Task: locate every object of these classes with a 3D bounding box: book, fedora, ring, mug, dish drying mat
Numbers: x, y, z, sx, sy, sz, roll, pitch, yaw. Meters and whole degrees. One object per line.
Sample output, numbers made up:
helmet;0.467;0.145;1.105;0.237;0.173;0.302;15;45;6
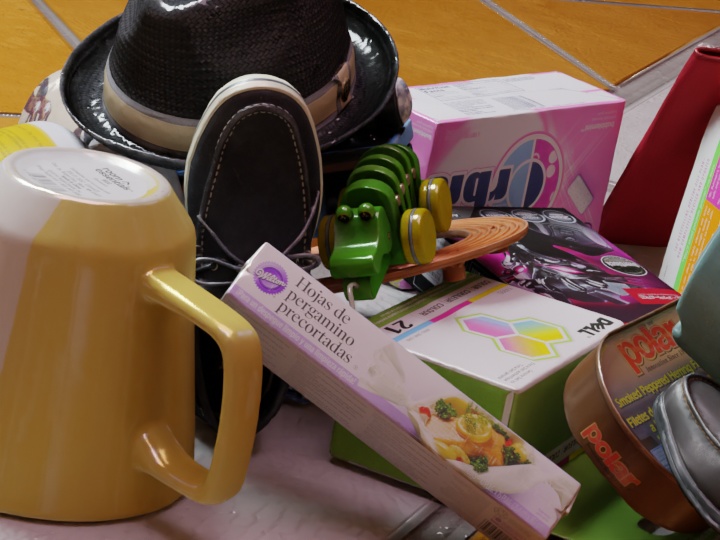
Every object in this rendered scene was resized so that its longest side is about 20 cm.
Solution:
book;0.255;-0.012;1.626;0.048;0.134;0.200;5;20;-17
fedora;-0.071;-0.137;1.411;0.200;0.092;0.201;1;34;-1
ring;0.000;0.000;1.496;0.200;0.019;0.200;-11;8;2
mug;-0.128;0.028;1.287;0.186;0.154;0.149;13;18;6
dish drying mat;0.221;-0.081;1.745;0.077;0.200;0.018;6;53;-15

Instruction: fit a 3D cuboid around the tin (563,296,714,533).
tin;0.177;0.074;1.374;0.112;0.042;0.200;55;32;10

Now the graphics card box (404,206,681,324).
graphics card box;0.122;0.020;1.580;0.125;0.051;0.200;0;24;-31

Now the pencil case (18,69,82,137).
pencil case;-0.145;-0.071;1.676;0.089;0.078;0.200;-25;32;-21

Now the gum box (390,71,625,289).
gum box;0.078;-0.061;1.706;0.200;0.114;0.066;-9;27;-45

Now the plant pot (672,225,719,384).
plant pot;0.278;0.036;1.321;0.196;0.201;0.200;39;29;21

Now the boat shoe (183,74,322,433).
boat shoe;-0.056;-0.003;1.341;0.074;0.201;0.062;2;24;-15

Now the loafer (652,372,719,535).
loafer;0.217;0.113;1.254;0.073;0.072;0.200;1;40;-45

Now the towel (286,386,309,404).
towel;-0.114;0.029;1.503;0.199;0.024;0.145;13;17;3

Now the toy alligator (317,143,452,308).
toy alligator;0.005;-0.024;1.389;0.059;0.054;0.200;-5;23;18

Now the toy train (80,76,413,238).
toy train;-0.063;-0.062;1.518;0.199;0.115;0.087;-7;17;11

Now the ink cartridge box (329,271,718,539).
ink cartridge box;0.107;0.077;1.383;0.200;0.076;0.148;17;20;24

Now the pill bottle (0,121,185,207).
pill bottle;-0.199;-0.017;1.394;0.200;0.112;0.112;-16;30;-29

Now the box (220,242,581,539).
box;0.017;0.066;1.285;0.200;0.041;0.039;37;60;1
